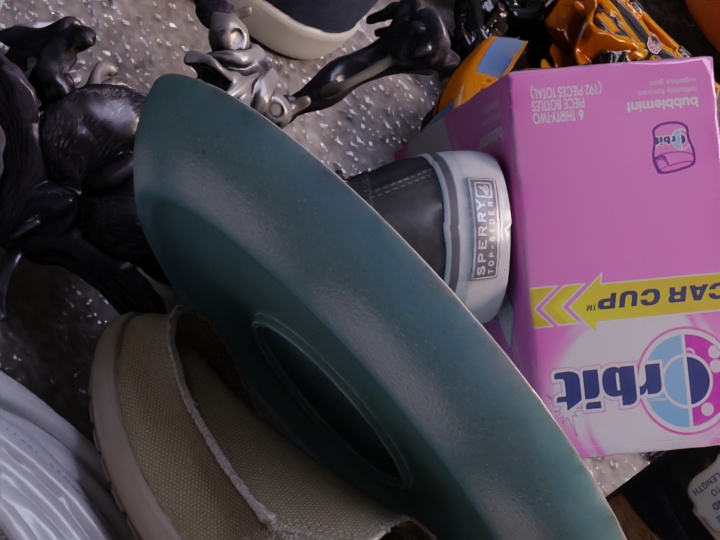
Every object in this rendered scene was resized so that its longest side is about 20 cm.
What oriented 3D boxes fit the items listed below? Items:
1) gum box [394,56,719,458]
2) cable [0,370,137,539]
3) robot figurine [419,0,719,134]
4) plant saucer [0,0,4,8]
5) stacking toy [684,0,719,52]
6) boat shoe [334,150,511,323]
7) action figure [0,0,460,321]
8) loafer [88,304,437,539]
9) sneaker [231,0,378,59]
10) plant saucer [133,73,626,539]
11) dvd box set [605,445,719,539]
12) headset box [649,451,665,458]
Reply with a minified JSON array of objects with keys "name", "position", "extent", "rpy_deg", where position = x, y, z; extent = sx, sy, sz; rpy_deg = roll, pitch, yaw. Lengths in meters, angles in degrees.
[{"name":"gum box","position":[0.062,0.004,0.907],"extent":[0.066,0.200,0.114],"rpy_deg":[-5,86,-9]},{"name":"cable","position":[-0.129,0.107,0.738],"extent":[0.201,0.069,0.200],"rpy_deg":[54,35,5]},{"name":"robot figurine","position":[0.085,-0.045,1.096],"extent":[0.145,0.058,0.200],"rpy_deg":[43,38,-10]},{"name":"plant saucer","position":[-0.204,-0.135,0.899],"extent":[0.200,0.039,0.202],"rpy_deg":[26,43,-27]},{"name":"stacking toy","position":[0.146,-0.194,1.259],"extent":[0.200,0.147,0.146],"rpy_deg":[39,35,14]},{"name":"boat shoe","position":[0.000,0.000,0.892],"extent":[0.056,0.200,0.069],"rpy_deg":[-2,79,-10]},{"name":"action figure","position":[-0.061,-0.046,0.921],"extent":[0.200,0.102,0.119],"rpy_deg":[-36,94,-27]},{"name":"loafer","position":[-0.013,0.083,0.770],"extent":[0.201,0.068,0.076],"rpy_deg":[61,9,33]},{"name":"sneaker","position":[-0.064,-0.155,1.020],"extent":[0.199,0.084,0.075],"rpy_deg":[24,43,-29]},{"name":"plant saucer","position":[-0.001,0.030,0.790],"extent":[0.027,0.200,0.200],"rpy_deg":[-42,92,-13]},{"name":"dvd box set","position":[0.152,0.147,0.924],"extent":[0.029,0.146,0.201],"rpy_deg":[-23,76,-47]},{"name":"headset box","position":[0.218,0.045,1.125],"extent":[0.174,0.093,0.201],"rpy_deg":[38,39,-14]}]
